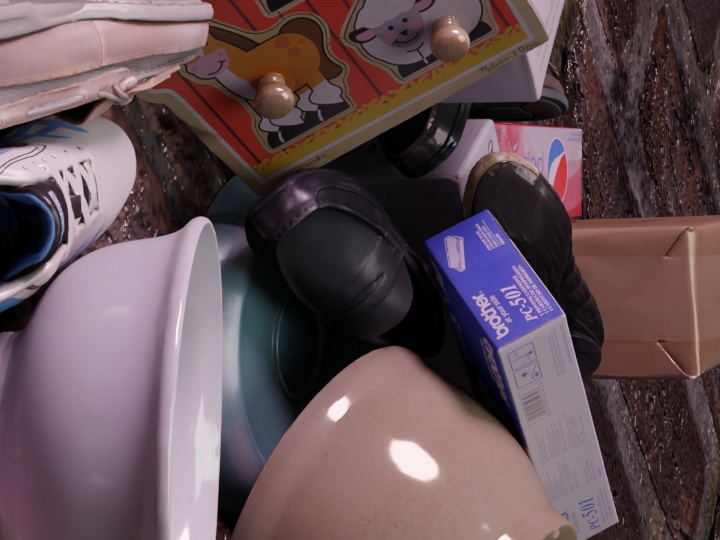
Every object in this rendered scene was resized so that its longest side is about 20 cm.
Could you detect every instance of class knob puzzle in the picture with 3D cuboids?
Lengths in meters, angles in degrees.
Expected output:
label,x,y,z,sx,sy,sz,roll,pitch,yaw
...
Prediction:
label,x,y,z,sx,sy,sz,roll,pitch,yaw
knob puzzle,-0.026,-0.126,0.936,0.220,0.219,0.031,64,10,-47

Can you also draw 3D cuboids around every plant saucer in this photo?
label,x,y,z,sx,sy,sz,roll,pitch,yaw
plant saucer,-0.044,0.041,1.105,0.200,0.027,0.201,2,90,-67

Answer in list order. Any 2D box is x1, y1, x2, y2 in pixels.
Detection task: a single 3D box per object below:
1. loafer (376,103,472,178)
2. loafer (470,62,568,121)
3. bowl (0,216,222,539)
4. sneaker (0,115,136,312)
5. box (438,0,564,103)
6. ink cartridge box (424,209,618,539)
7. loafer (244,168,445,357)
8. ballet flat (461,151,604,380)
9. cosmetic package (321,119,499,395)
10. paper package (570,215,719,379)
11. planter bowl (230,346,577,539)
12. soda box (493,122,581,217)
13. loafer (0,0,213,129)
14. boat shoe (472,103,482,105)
label,x,y,z,sx,sy,sz,roll,pitch,yaw
loafer,0.017,-0.140,1.160,0.072,0.073,0.200,34,34,-38
loafer,0.095,-0.144,1.366,0.200,0.072,0.063,7,79,-65
bowl,-0.111,0.075,0.835,0.201,0.090,0.202,3,90,-89
sneaker,-0.140,-0.022,0.823,0.200,0.072,0.072,-38,124,-62
box,0.016,-0.224,1.045,0.200,0.171,0.199,64,35,-47
ink cartridge box,0.094,0.066,1.120,0.094,0.044,0.200,58,-8,43
loafer,0.000,0.000,1.065,0.070,0.068,0.201,52,6,26
ballet flat,0.097,-0.002,1.167,0.057,0.066,0.200,61,-1,42
cosmetic package,0.046,0.007,1.219,0.074,0.101,0.200,-58,141,-48
paper package,0.176,0.016,1.403,0.200,0.190,0.104,-12,99,-67
planter bowl,0.033,0.161,1.069,0.200,0.135,0.201,-44,149,-34
soda box,0.099,-0.069,1.382,0.200,0.063,0.070,-8,99,-67
loafer,-0.137,-0.088,0.838,0.200,0.072,0.063,-14,112,-57
boat shoe,0.064,-0.202,1.262,0.067,0.072,0.201,15,73,-49
